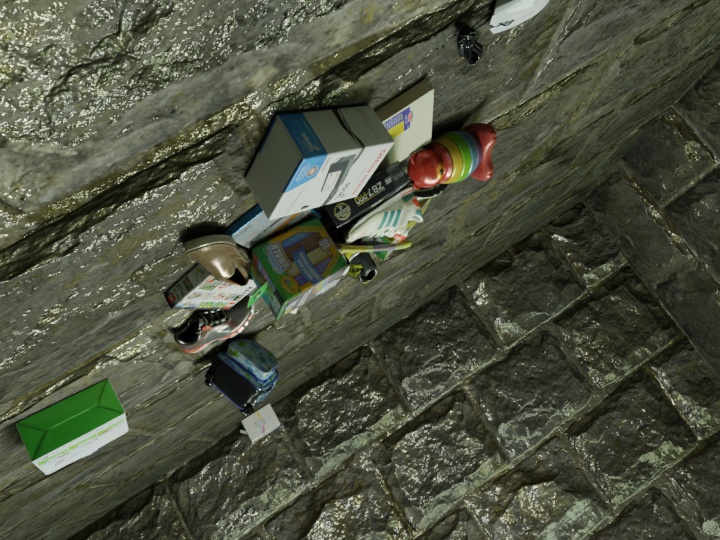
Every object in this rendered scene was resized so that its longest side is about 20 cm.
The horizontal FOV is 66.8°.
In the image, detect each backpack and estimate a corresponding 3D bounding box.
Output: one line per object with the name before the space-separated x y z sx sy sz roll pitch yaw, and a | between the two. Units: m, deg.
backpack | -0.324 0.290 1.580 0.149 0.181 0.200 -56 173 5

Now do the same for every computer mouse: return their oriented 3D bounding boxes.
computer mouse | 0.240 -0.409 0.867 0.198 0.044 0.109 -37 165 9

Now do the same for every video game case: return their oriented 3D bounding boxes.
video game case | -0.161 -0.089 1.050 0.142 0.018 0.200 -37 165 5

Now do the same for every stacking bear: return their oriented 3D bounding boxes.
stacking bear | 0.182 -0.233 1.159 0.198 0.113 0.124 -26 127 -34

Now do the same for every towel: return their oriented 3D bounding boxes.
towel | -0.001 -0.054 1.208 0.196 0.023 0.143 -5 -176 -30

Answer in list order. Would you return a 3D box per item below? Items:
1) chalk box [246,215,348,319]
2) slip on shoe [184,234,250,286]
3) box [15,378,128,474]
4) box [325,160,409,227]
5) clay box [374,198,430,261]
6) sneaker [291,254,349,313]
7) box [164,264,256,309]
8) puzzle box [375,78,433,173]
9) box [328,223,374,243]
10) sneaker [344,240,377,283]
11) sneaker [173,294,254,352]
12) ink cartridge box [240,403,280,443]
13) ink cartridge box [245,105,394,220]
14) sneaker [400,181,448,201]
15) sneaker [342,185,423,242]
chalk box | -0.146 0.006 1.094 0.198 0.125 0.125 -29 170 -26
slip on shoe | -0.248 -0.014 0.977 0.074 0.062 0.200 -16 169 2
box | -0.644 0.360 1.244 0.197 0.098 0.177 -27 165 -29
box | 0.009 -0.144 1.071 0.159 0.050 0.200 -34 -176 0
clay box | 0.112 -0.128 1.403 0.201 0.047 0.115 -50 172 -22
sneaker | -0.128 0.032 1.268 0.195 0.082 0.148 -6 137 -17
box | -0.293 0.034 1.113 0.109 0.035 0.199 -38 166 12
puzzle box | 0.074 -0.259 1.013 0.131 0.026 0.200 -33 166 -3
box | -0.059 -0.052 1.346 0.199 0.045 0.160 -39 164 15
sneaker | 0.000 0.000 1.382 0.074 0.086 0.200 -32 166 -6
sneaker | -0.330 0.118 1.229 0.198 0.078 0.082 -34 160 -3
ink cartridge box | -0.545 0.828 2.920 0.197 0.127 0.129 -29 165 -21
ink cartridge box | -0.062 -0.173 0.862 0.198 0.085 0.145 -22 162 -42
sneaker | 0.117 -0.183 1.298 0.197 0.078 0.089 -26 178 -12
sneaker | 0.056 -0.096 1.154 0.198 0.095 0.070 -35 -172 -26
